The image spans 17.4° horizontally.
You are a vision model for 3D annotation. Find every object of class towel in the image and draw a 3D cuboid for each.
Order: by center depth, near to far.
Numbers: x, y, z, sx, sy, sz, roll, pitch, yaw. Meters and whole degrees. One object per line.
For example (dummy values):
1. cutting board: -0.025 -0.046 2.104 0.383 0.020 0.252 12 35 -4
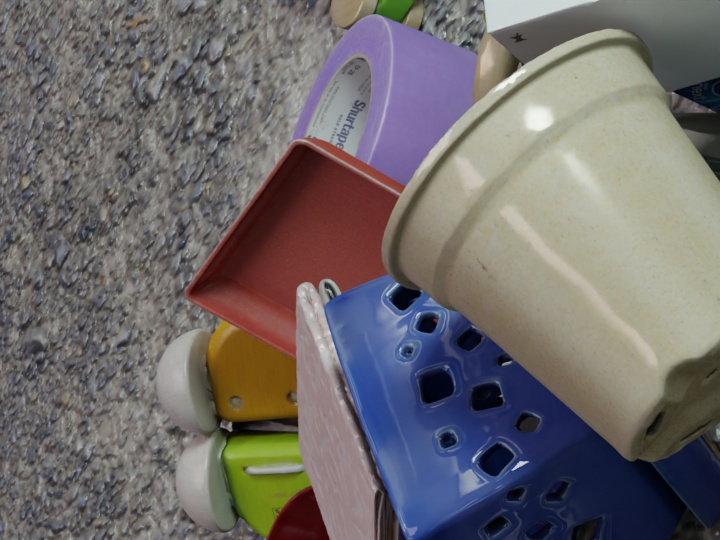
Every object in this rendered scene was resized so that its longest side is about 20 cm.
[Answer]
1. towel: -0.005 0.136 1.609 0.192 0.032 0.201 90 164 -45

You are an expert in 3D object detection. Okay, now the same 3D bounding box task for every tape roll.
1. tape roll: 0.014 -0.087 1.791 0.200 0.084 0.201 -52 27 41

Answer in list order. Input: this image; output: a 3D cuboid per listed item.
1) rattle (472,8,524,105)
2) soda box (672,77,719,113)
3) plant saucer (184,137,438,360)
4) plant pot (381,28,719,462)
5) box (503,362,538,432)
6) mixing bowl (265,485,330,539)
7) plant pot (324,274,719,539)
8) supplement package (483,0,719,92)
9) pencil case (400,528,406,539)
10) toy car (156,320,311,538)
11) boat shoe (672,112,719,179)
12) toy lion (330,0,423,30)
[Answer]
1. rattle: 0.148 -0.103 1.649 0.130 0.142 0.202 -57 -27 -72
2. soda box: 0.222 -0.208 1.498 0.064 0.068 0.202 -23 64 36
3. plant saucer: 0.000 0.000 1.702 0.200 0.199 0.037 -51 15 44
4. plant pot: 0.144 0.000 1.331 0.184 0.200 0.201 50 131 22
5. box: 0.084 0.076 1.738 0.200 0.036 0.145 -46 47 46
6. mixing bowl: 0.010 0.265 1.763 0.200 0.108 0.202 -18 69 59
7. plant pot: 0.115 0.095 1.500 0.179 0.200 0.201 -31 49 10
8. supplement package: 0.161 -0.225 1.402 0.151 0.150 0.202 -15 68 25
9. pencil case: 0.050 0.159 1.681 0.088 0.088 0.201 -45 62 48
10. toy car: -0.058 0.113 1.877 0.150 0.173 0.202 -51 -47 -67
11. boat shoe: 0.205 -0.065 1.529 0.200 0.069 0.072 10 105 64
12. toy lion: 0.017 -0.310 1.906 0.193 0.068 0.200 -61 37 23
